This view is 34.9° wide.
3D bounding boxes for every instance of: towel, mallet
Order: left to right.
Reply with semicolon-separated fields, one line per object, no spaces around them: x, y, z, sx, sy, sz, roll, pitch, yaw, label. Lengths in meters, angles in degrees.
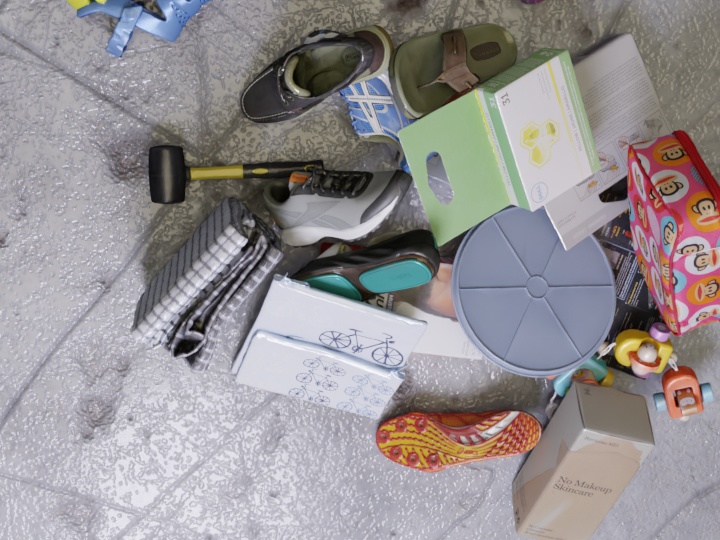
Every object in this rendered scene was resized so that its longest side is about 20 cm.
-0.158;0.012;1.229;0.086;0.200;0.166;41;93;-14;towel
-0.142;-0.121;1.295;0.199;0.041;0.066;-11;99;-11;mallet

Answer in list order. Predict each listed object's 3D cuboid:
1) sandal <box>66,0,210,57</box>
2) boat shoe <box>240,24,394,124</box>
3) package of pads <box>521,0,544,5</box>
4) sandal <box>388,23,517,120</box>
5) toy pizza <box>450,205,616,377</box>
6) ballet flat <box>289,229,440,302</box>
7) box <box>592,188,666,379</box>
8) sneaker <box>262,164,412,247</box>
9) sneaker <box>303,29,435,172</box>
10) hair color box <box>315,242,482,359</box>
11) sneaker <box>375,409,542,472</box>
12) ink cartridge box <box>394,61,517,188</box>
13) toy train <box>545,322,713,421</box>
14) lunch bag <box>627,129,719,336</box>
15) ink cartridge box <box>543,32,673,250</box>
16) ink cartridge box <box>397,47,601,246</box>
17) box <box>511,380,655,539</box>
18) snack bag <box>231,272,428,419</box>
-0.212;-0.287;1.237;0.199;0.080;0.088;-13;105;2;sandal
-0.059;-0.209;1.225;0.200;0.066;0.072;-17;92;33;boat shoe
0.231;-0.404;1.278;0.120;0.076;0.201;-10;101;-9;package of pads
0.103;-0.223;1.214;0.201;0.057;0.080;-31;103;-36;sandal
0.196;0.022;1.305;0.199;0.032;0.201;3;79;-13;toy pizza
0.000;0.000;1.248;0.199;0.069;0.068;-13;133;26;ballet flat
0.303;0.012;1.374;0.157;0.050;0.201;19;96;-11;box
-0.030;-0.078;1.240;0.079;0.199;0.074;54;47;-26;sneaker
0.009;-0.190;1.260;0.200;0.076;0.077;41;90;12;sneaker
0.048;0.035;1.334;0.199;0.064;0.112;6;98;-11;hair color box
0.117;0.204;1.373;0.199;0.077;0.073;-2;82;8;sneaker
0.159;-0.161;1.324;0.199;0.050;0.163;21;96;-8;ink cartridge box
0.315;0.141;1.351;0.199;0.056;0.151;-10;122;8;toy train
0.340;-0.047;1.248;0.082;0.177;0.200;-18;138;1;lunch bag
0.262;-0.148;1.319;0.200;0.045;0.177;-33;105;-17;ink cartridge box
0.151;-0.127;1.213;0.200;0.048;0.146;-32;118;-19;ink cartridge box
0.257;0.229;1.345;0.094;0.078;0.201;13;130;-9;box
-0.035;0.092;1.292;0.188;0.021;0.200;18;138;-10;snack bag
